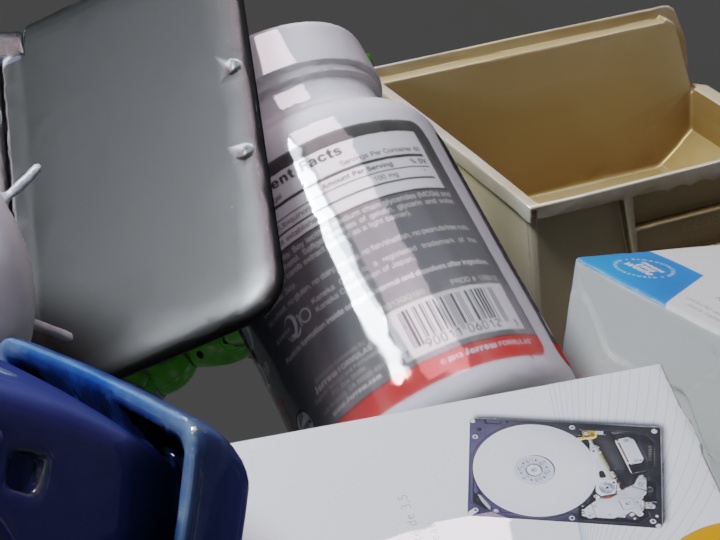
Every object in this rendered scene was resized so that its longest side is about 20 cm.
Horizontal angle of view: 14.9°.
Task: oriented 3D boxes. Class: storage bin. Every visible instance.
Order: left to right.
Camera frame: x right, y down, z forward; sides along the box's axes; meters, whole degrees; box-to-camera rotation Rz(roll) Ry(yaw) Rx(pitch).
[{"bbox_3d":[0.130,-0.046,1.359,0.198,0.094,0.200,-14,26,-19],"label":"storage bin"}]

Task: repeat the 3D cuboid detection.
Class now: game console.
[{"bbox_3d":[-0.105,-0.010,1.162,0.116,0.176,0.200,-2,52,-9],"label":"game console"}]

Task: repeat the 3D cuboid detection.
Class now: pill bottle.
[{"bbox_3d":[0.000,0.000,1.158,0.116,0.116,0.200,-16,61,-23],"label":"pill bottle"}]

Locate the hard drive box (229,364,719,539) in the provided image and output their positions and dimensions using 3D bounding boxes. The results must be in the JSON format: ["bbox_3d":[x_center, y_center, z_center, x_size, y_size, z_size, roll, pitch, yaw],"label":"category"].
[{"bbox_3d":[0.035,0.128,0.971,0.200,0.077,0.156,-11,44,-11],"label":"hard drive box"}]

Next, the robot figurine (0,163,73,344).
[{"bbox_3d":[-0.208,0.016,1.025,0.200,0.170,0.113,-14,29,-20],"label":"robot figurine"}]

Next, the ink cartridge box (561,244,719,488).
[{"bbox_3d":[0.198,0.034,1.165,0.200,0.067,0.116,-6,22,-34],"label":"ink cartridge box"}]

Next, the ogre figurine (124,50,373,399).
[{"bbox_3d":[-0.071,-0.012,1.276,0.200,0.098,0.120,-19,70,-11],"label":"ogre figurine"}]

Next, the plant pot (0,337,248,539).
[{"bbox_3d":[-0.151,0.112,0.900,0.180,0.200,0.200,7,5,-29],"label":"plant pot"}]
